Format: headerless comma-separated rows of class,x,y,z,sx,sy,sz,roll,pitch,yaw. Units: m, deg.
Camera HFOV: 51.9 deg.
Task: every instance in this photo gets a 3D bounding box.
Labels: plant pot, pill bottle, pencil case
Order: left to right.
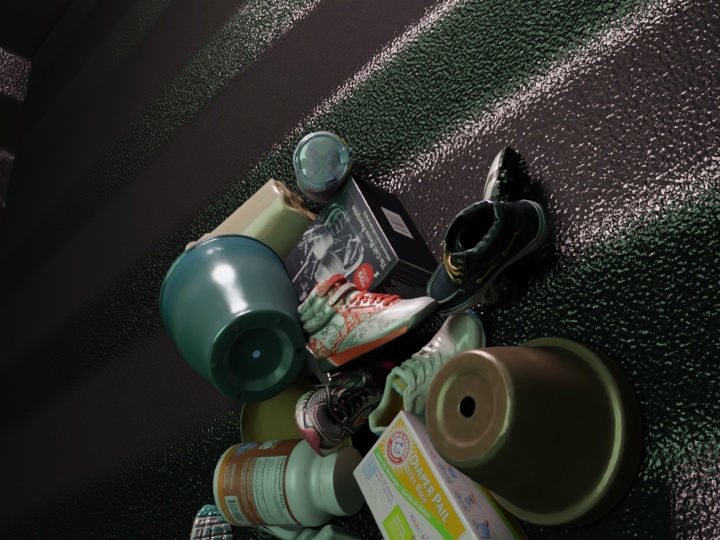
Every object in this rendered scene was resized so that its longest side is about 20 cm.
plant pot,-0.166,0.077,1.023,0.203,0.198,0.188,-61,30,10
plant pot,-0.156,-0.039,1.230,0.184,0.200,0.201,-46,43,9
pill bottle,-0.093,0.287,1.002,0.197,0.112,0.114,-12,65,31
plant pot,-0.089,0.245,1.070,0.197,0.027,0.205,7,104,28
pencil case,-0.059,-0.159,1.159,0.089,0.200,0.084,-27,91,-4
plant pot,0.162,0.153,0.766,0.199,0.173,0.204,-25,55,41

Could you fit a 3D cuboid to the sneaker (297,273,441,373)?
sneaker,0.001,0.047,0.932,0.200,0.067,0.110,-30,82,36

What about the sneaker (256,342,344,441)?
sneaker,-0.089,0.222,1.110,0.118,0.073,0.203,37,104,47

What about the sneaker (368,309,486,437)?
sneaker,0.086,0.136,0.935,0.202,0.080,0.076,-60,38,10

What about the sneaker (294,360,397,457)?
sneaker,-0.016,0.168,0.962,0.074,0.199,0.081,-35,89,31

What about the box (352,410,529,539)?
box,0.091,0.276,0.851,0.113,0.100,0.201,-54,41,18

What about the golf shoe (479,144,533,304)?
golf shoe,0.161,-0.059,0.934,0.094,0.077,0.204,-6,68,48

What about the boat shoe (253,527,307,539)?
boat shoe,-0.147,0.367,1.126,0.198,0.069,0.068,20,112,45

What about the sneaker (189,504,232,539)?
sneaker,-0.258,0.487,1.196,0.091,0.077,0.204,-32,50,42

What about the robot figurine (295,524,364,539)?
robot figurine,-0.068,0.424,0.965,0.201,0.112,0.171,-53,26,20

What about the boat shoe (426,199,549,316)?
boat shoe,0.119,-0.016,0.854,0.200,0.090,0.072,-47,52,40

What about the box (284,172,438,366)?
box,0.000,0.000,1.076,0.183,0.103,0.201,-51,42,23
